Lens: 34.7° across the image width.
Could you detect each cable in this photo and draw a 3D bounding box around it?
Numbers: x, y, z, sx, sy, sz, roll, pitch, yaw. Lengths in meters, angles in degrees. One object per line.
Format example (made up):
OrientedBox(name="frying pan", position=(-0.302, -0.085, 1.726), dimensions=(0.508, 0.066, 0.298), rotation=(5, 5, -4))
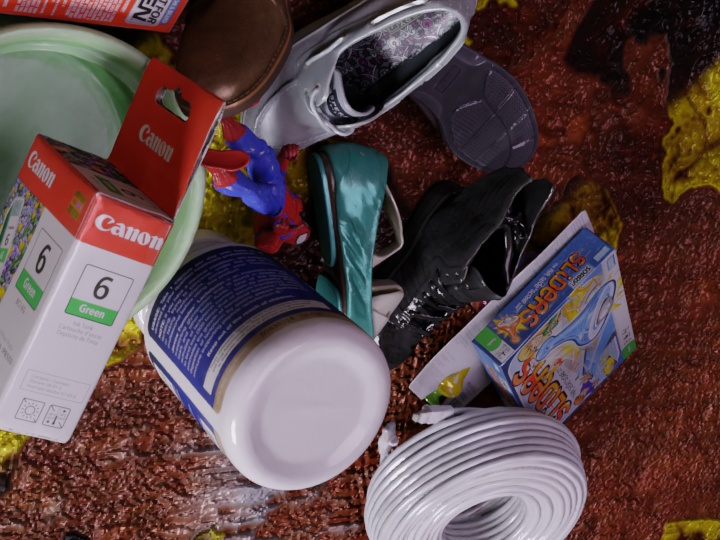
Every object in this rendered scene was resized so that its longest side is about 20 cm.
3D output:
OrientedBox(name="cable", position=(0.101, 0.198, 0.993), dimensions=(0.200, 0.069, 0.200), rotation=(-4, 133, -19))

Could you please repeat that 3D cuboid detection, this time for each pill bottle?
OrientedBox(name="pill bottle", position=(-0.076, 0.049, 0.770), dimensions=(0.116, 0.200, 0.116), rotation=(-14, 119, -27))

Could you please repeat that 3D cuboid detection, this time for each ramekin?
OrientedBox(name="ramekin", position=(-0.205, -0.060, 0.704), dimensions=(0.200, 0.098, 0.200), rotation=(-13, 118, -27))

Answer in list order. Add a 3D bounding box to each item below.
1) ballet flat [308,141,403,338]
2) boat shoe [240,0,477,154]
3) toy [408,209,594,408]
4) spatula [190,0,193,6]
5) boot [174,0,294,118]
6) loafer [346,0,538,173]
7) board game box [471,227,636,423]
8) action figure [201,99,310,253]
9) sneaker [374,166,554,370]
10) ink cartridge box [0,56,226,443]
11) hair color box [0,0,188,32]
OrientedBox(name="ballet flat", position=(0.000, 0.000, 0.875), dimensions=(0.070, 0.067, 0.200), rotation=(-6, 113, -15))
OrientedBox(name="boat shoe", position=(-0.009, -0.129, 0.758), dimensions=(0.201, 0.072, 0.070), rotation=(-33, 121, 30))
OrientedBox(name="toy", position=(0.117, 0.034, 0.972), dimensions=(0.200, 0.047, 0.115), rotation=(-47, 150, -3))
OrientedBox(name="spatula", position=(-0.032, -0.228, 0.782), dimensions=(0.200, 0.021, 0.057), rotation=(-37, 99, -8))
OrientedBox(name="boot", position=(-0.076, -0.177, 0.686), dimensions=(0.075, 0.074, 0.200), rotation=(71, 26, -53))
OrientedBox(name="loafer", position=(0.063, -0.145, 0.860), dimensions=(0.072, 0.063, 0.200), rotation=(-44, 132, 13))
OrientedBox(name="board game box", position=(0.172, 0.064, 0.994), dimensions=(0.135, 0.034, 0.200), rotation=(-45, 149, -7))
OrientedBox(name="action figure", position=(-0.062, -0.055, 0.778), dimensions=(0.052, 0.200, 0.065), rotation=(1, 74, 6))
OrientedBox(name="sneaker", position=(0.071, 0.004, 0.901), dimensions=(0.060, 0.104, 0.200), rotation=(19, 100, -37))
OrientedBox(name="ink cartridge box", position=(-0.153, -0.022, 0.622), dimensions=(0.050, 0.109, 0.200), rotation=(21, 99, -37))
OrientedBox(name="hair color box", position=(-0.196, -0.203, 0.633), dimensions=(0.200, 0.111, 0.064), rotation=(0, 155, -33))
